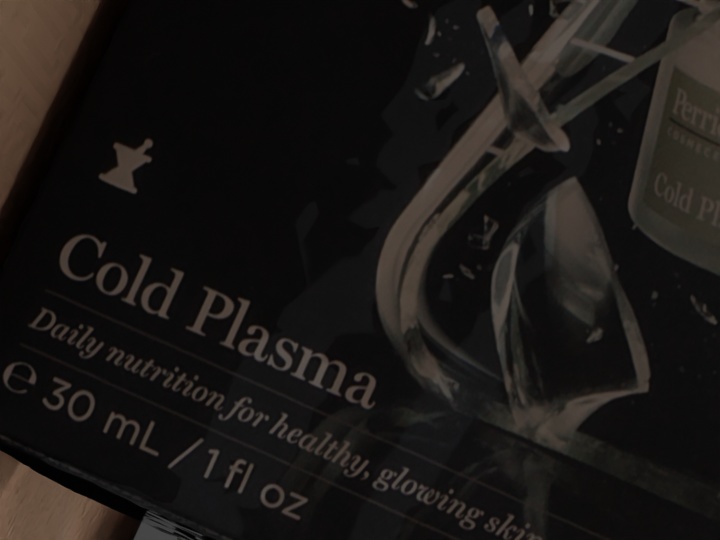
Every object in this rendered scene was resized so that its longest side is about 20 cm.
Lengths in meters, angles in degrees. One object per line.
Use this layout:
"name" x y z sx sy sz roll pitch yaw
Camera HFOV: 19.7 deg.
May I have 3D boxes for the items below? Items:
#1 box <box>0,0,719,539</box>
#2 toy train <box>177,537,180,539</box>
"box" 0.047 -0.011 0.458 0.124 0.200 0.197 85 29 -78
"toy train" -0.040 0.144 0.727 0.114 0.085 0.200 -100 -147 -83
